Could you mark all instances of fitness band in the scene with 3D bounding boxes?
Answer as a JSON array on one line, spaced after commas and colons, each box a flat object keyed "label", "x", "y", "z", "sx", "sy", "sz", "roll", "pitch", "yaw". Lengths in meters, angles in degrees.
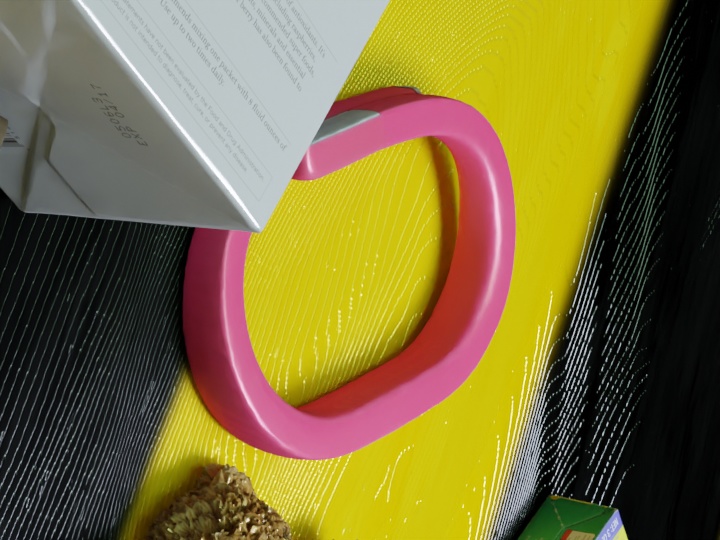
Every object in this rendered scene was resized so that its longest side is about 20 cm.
[{"label": "fitness band", "x": 0.000, "y": 0.000, "z": 0.837, "sx": 0.200, "sy": 0.037, "sz": 0.145, "roll": -24, "pitch": 117, "yaw": -48}]

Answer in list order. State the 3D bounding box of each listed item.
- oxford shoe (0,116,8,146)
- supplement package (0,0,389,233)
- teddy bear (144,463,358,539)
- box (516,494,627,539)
[{"label": "oxford shoe", "x": -0.185, "y": 0.021, "z": 0.586, "sx": 0.071, "sy": 0.071, "sz": 0.201, "roll": 33, "pitch": 67, "yaw": -20}, {"label": "supplement package", "x": -0.062, "y": -0.130, "z": 0.663, "sx": 0.121, "sy": 0.119, "sz": 0.201, "roll": 53, "pitch": 55, "yaw": -41}, {"label": "teddy bear", "x": -0.027, "y": 0.176, "z": 0.799, "sx": 0.145, "sy": 0.066, "sz": 0.201, "roll": -25, "pitch": 116, "yaw": -51}, {"label": "box", "x": 0.114, "y": 0.231, "z": 1.010, "sx": 0.117, "sy": 0.048, "sz": 0.201, "roll": -48, "pitch": 132, "yaw": -37}]
